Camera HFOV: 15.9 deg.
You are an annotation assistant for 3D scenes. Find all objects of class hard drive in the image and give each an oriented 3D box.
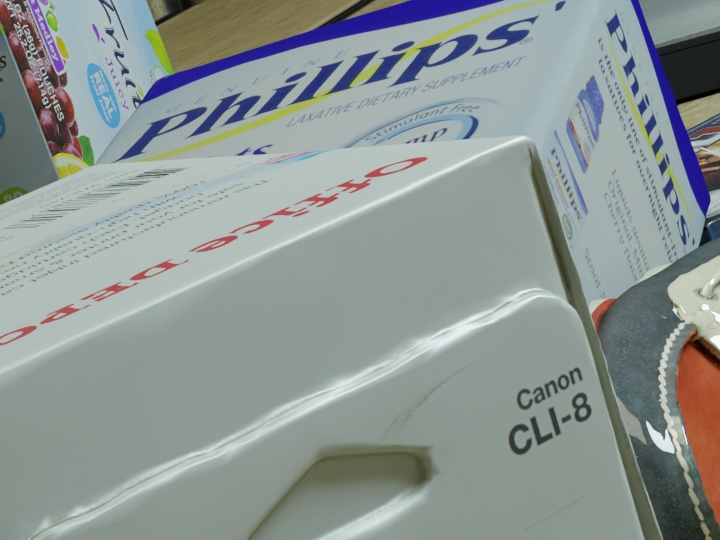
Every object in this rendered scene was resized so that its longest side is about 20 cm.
[{"bbox_3d":[0.185,-0.129,1.394,0.139,0.033,0.200,-15,12,22],"label":"hard drive"}]

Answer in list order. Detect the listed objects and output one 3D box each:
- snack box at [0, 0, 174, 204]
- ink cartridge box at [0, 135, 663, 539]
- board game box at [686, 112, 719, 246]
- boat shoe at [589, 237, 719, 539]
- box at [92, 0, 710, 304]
[{"bbox_3d":[-0.119,-0.041,1.054,0.067,0.201,0.169,-16,11,16],"label":"snack box"},{"bbox_3d":[-0.049,0.063,0.567,0.145,0.145,0.200,-25,12,-28],"label":"ink cartridge box"},{"bbox_3d":[0.157,-0.035,0.980,0.199,0.035,0.135,-27,13,-34],"label":"board game box"},{"bbox_3d":[0.101,0.030,0.682,0.062,0.072,0.200,-13,8,19],"label":"boat shoe"},{"bbox_3d":[0.000,0.000,0.814,0.183,0.105,0.200,-15,23,22],"label":"box"}]
